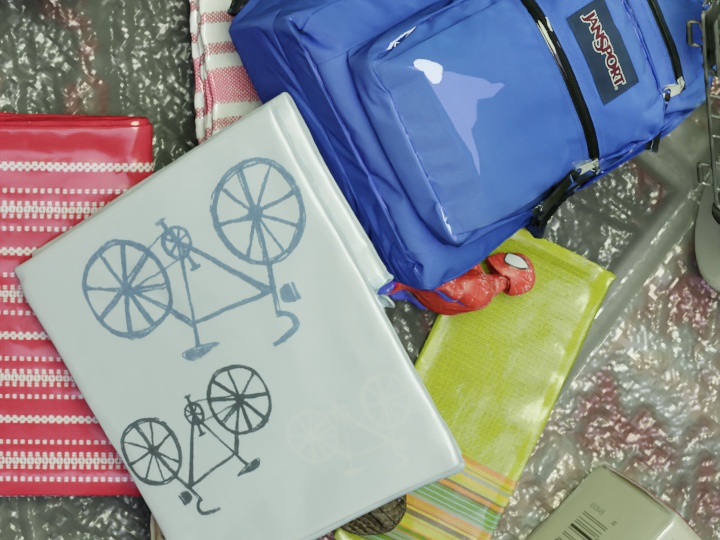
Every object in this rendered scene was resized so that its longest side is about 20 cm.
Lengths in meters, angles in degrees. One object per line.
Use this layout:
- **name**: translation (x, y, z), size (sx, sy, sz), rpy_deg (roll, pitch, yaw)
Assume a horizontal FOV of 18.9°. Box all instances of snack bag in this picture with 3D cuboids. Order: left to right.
- **snack bag**: translation (-0.057, 0.042, 1.045), size (0.188, 0.021, 0.201), rpy_deg (-30, 89, 31)

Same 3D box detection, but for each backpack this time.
- **backpack**: translation (0.072, -0.098, 1.025), size (0.199, 0.168, 0.163), rpy_deg (-32, 113, -18)

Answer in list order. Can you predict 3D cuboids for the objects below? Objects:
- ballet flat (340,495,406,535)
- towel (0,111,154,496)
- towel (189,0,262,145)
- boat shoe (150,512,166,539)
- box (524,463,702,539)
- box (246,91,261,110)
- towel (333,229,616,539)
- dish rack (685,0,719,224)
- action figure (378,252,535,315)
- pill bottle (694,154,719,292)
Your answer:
- **ballet flat**: translation (-0.050, 0.068, 1.144), size (0.067, 0.046, 0.200), rpy_deg (-44, 100, 1)
- **towel**: translation (-0.177, 0.017, 1.112), size (0.144, 0.022, 0.201), rpy_deg (0, 100, -2)
- **towel**: translation (-0.013, -0.130, 1.091), size (0.145, 0.030, 0.201), rpy_deg (-5, 100, -14)
- **boat shoe**: translation (-0.078, 0.140, 1.125), size (0.071, 0.063, 0.201), rpy_deg (7, 113, 21)
- **box**: translation (0.168, 0.227, 1.189), size (0.128, 0.109, 0.200), rpy_deg (-44, 109, -5)
- **box**: translation (-0.005, -0.163, 1.124), size (0.155, 0.041, 0.201), rpy_deg (-5, 101, -13)
- **towel**: translation (0.063, 0.076, 1.192), size (0.086, 0.018, 0.201), rpy_deg (24, 93, -16)
- **dish rack**: translation (0.209, -0.115, 1.028), size (0.054, 0.200, 0.154), rpy_deg (20, 65, 23)
- **action figure**: translation (0.000, 0.000, 1.131), size (0.199, 0.065, 0.052), rpy_deg (4, 80, -20)
- **pill bottle**: translation (0.294, -0.011, 1.181), size (0.199, 0.113, 0.114), rpy_deg (20, 94, -15)
